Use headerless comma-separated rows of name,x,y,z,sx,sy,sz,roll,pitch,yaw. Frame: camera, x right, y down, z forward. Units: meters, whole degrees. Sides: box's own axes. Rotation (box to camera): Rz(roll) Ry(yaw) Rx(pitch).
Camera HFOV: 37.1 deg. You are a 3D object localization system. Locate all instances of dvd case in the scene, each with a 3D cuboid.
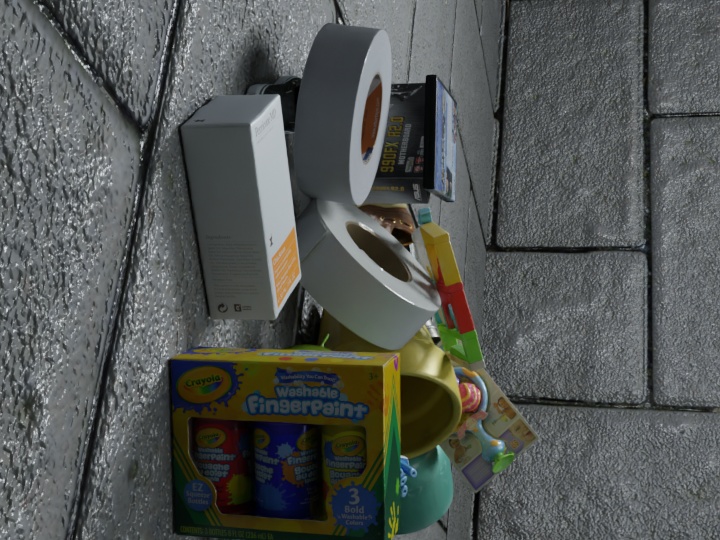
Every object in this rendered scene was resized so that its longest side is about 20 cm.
dvd case,0.107,-0.169,1.418,0.200,0.017,0.143,6,85,-77

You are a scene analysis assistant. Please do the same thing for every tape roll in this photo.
tape roll,0.000,0.000,1.284,0.071,0.202,0.202,-47,178,17
tape roll,-0.017,-0.178,1.227,0.200,0.066,0.201,11,90,-79

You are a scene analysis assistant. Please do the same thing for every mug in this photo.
mug,0.051,0.283,1.494,0.185,0.152,0.115,-103,-178,-60

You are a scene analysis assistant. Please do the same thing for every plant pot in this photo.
plant pot,0.020,0.124,1.417,0.201,0.200,0.189,77,3,-46

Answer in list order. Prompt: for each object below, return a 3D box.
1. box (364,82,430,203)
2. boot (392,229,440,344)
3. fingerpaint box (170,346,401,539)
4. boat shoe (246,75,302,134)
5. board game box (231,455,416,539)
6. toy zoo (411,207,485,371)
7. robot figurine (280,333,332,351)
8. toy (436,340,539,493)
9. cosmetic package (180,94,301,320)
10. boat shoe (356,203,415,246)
box,0.025,-0.175,1.456,0.048,0.158,0.200,79,18,-46
boot,0.045,0.045,1.592,0.182,0.072,0.200,-46,-125,44
fingerpaint box,-0.067,0.158,0.976,0.073,0.199,0.167,-23,113,-75
boat shoe,-0.076,-0.188,1.234,0.200,0.056,0.069,-45,134,-72
board game box,-0.045,0.275,1.104,0.200,0.026,0.200,21,94,-46
toy zoo,0.103,0.020,1.336,0.131,0.020,0.200,-158,-129,-80
robot figurine,-0.060,0.173,1.192,0.175,0.116,0.201,-18,112,-43
toy,0.135,0.186,1.453,0.200,0.115,0.047,51,8,29
cosmetic package,-0.113,-0.062,1.051,0.101,0.071,0.200,-64,151,-61
boat shoe,0.013,-0.055,1.470,0.200,0.072,0.068,-14,67,-54
